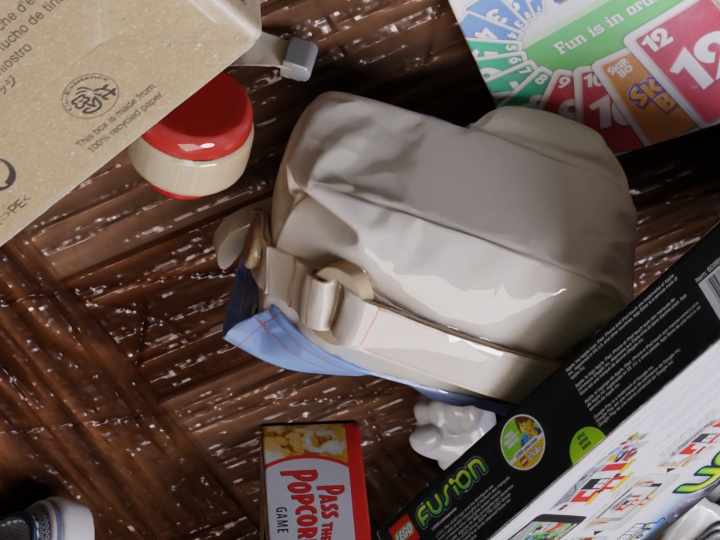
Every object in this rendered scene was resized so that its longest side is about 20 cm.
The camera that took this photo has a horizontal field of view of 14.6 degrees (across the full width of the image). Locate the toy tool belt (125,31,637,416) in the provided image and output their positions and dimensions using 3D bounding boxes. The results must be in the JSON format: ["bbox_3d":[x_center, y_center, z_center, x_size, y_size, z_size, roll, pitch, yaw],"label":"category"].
[{"bbox_3d":[0.000,0.000,1.065,0.200,0.125,0.123,16,136,-2],"label":"toy tool belt"}]

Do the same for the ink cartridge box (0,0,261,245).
[{"bbox_3d":[-0.127,-0.090,0.937,0.200,0.165,0.075,-37,125,26],"label":"ink cartridge box"}]

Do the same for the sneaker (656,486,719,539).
[{"bbox_3d":[0.112,0.127,1.247,0.200,0.074,0.116,-1,133,-19],"label":"sneaker"}]

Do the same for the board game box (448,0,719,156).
[{"bbox_3d":[0.076,-0.120,1.030,0.096,0.030,0.200,-18,131,11],"label":"board game box"}]

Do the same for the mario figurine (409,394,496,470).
[{"bbox_3d":[0.068,0.116,1.152,0.106,0.123,0.200,26,97,-24],"label":"mario figurine"}]

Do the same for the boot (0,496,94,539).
[{"bbox_3d":[-0.201,0.160,1.236,0.090,0.073,0.200,19,130,-30],"label":"boot"}]

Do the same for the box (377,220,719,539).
[{"bbox_3d":[0.109,0.053,1.029,0.110,0.035,0.200,4,139,-49],"label":"box"}]

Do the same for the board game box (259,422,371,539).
[{"bbox_3d":[-0.017,0.189,1.197,0.046,0.200,0.152,-2,135,-4],"label":"board game box"}]
